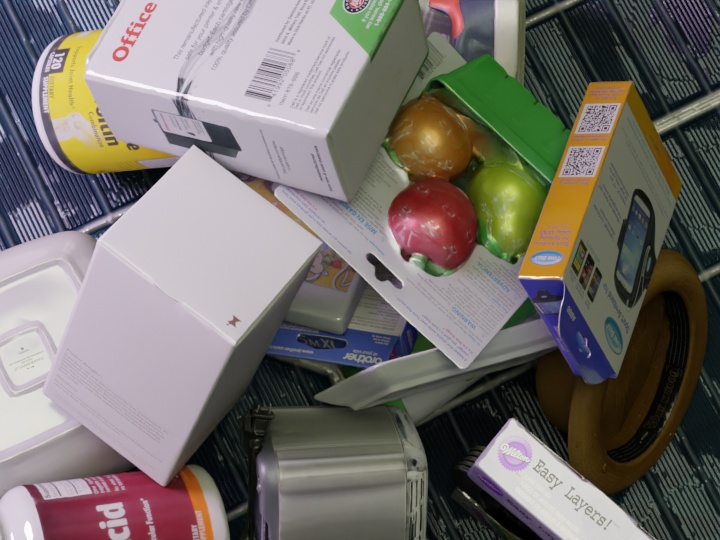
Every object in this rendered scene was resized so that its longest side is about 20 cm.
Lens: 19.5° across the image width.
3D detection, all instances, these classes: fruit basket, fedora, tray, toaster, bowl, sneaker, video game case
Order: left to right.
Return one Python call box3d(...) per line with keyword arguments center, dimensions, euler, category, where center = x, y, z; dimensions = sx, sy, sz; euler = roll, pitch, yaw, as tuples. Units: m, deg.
box3d(center=(-0.256, 0.076, 1.610), dimensions=(0.198, 0.075, 0.201), euler=(-24, 78, -9), category="bowl")
box3d(center=(-0.062, -0.052, 1.628), dimensions=(0.180, 0.023, 0.201), euler=(13, 54, 17), category="video game case")
box3d(center=(-0.022, 0.177, 1.555), dimensions=(0.128, 0.114, 0.202), euler=(-4, 116, -12), category="toaster")
box3d(center=(0.062, -0.052, 1.508), dimensions=(0.185, 0.094, 0.200), euler=(42, 65, 2), category="fruit basket")
box3d(center=(0.073, 0.067, 1.527), dimensions=(0.198, 0.107, 0.022), euler=(-14, 80, -29), category="tray")
box3d(center=(0.083, -0.122, 1.618), dimensions=(0.084, 0.075, 0.202), euler=(2, 97, 10), category="sneaker")
box3d(center=(0.192, 0.073, 1.617), dimensions=(0.081, 0.201, 0.202), euler=(21, 72, 35), category="fedora")

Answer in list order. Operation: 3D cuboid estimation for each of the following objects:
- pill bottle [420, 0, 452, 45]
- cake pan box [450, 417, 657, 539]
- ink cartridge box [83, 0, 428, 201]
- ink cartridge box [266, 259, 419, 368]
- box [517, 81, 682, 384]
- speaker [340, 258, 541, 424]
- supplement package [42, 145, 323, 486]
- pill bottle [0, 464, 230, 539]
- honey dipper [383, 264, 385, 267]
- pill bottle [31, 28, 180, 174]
box3d(center=(0.028, -0.217, 1.689), dimensions=(0.198, 0.111, 0.112), euler=(18, 75, 0), category="pill bottle")
box3d(center=(0.157, 0.197, 1.556), dimensions=(0.200, 0.184, 0.052), euler=(41, 76, 5), category="cake pan box")
box3d(center=(-0.072, -0.148, 1.472), dimensions=(0.198, 0.083, 0.147), euler=(16, 62, 23), category="ink cartridge box")
box3d(center=(0.000, 0.000, 1.618), dimensions=(0.118, 0.042, 0.201), euler=(8, 51, 20), category="ink cartridge box")
box3d(center=(0.169, -0.020, 1.487), dimensions=(0.041, 0.119, 0.201), euler=(4, 55, 33), category="box")
box3d(center=(0.083, 0.041, 1.641), dimensions=(0.199, 0.089, 0.089), euler=(-35, 81, -12), category="speaker")
box3d(center=(-0.129, 0.035, 1.490), dimensions=(0.121, 0.200, 0.120), euler=(37, 51, 5), category="supplement package")
box3d(center=(-0.204, 0.210, 1.534), dimensions=(0.198, 0.114, 0.115), euler=(-6, 76, -23), category="pill bottle")
box3d(center=(0.006, -0.102, 1.558), dimensions=(0.038, 0.038, 0.202), euler=(-19, 102, -9), category="honey dipper")
box3d(center=(-0.146, -0.137, 1.612), dimensions=(0.198, 0.112, 0.113), euler=(-5, 73, 29), category="pill bottle")
